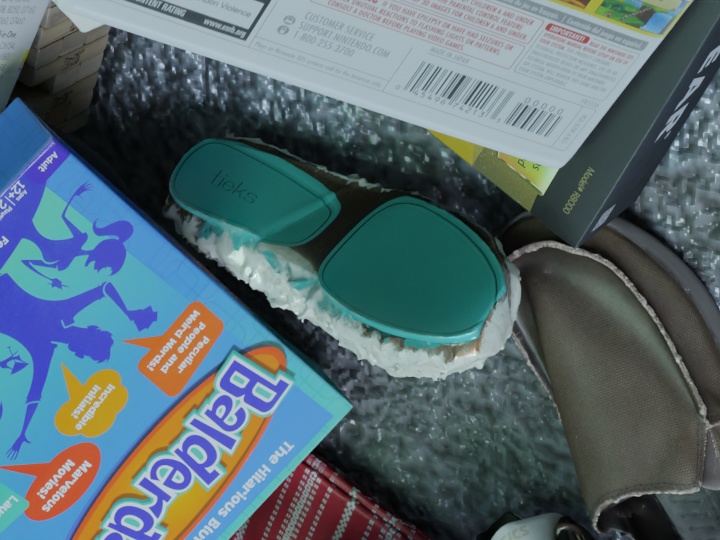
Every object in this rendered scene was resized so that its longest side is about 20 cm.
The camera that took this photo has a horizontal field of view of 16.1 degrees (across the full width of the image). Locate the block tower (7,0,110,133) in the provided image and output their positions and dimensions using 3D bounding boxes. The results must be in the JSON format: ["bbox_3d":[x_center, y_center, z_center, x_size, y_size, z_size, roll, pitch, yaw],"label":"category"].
[{"bbox_3d":[-0.128,-0.144,1.054,0.054,0.058,0.201,32,126,17],"label":"block tower"}]

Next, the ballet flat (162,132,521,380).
[{"bbox_3d":[0.000,0.000,1.013,0.200,0.071,0.072,30,130,45],"label":"ballet flat"}]

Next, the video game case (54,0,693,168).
[{"bbox_3d":[0.026,-0.124,0.825,0.199,0.023,0.182,17,133,-23],"label":"video game case"}]

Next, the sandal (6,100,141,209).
[{"bbox_3d":[-0.171,-0.047,1.070,0.200,0.043,0.076,40,130,6],"label":"sandal"}]

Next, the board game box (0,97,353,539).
[{"bbox_3d":[-0.118,0.050,1.027,0.200,0.152,0.045,42,-179,-39],"label":"board game box"}]

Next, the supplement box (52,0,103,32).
[{"bbox_3d":[-0.080,-0.203,0.901,0.125,0.074,0.201,-21,76,5],"label":"supplement box"}]

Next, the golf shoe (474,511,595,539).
[{"bbox_3d":[0.076,0.145,0.971,0.078,0.200,0.095,-35,96,-4],"label":"golf shoe"}]

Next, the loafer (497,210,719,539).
[{"bbox_3d":[0.114,0.064,0.974,0.073,0.071,0.200,-37,89,41],"label":"loafer"}]

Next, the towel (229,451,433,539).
[{"bbox_3d":[-0.040,0.129,1.152,0.200,0.022,0.145,36,131,18],"label":"towel"}]

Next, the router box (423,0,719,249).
[{"bbox_3d":[0.071,-0.132,0.919,0.157,0.052,0.201,39,129,13],"label":"router box"}]

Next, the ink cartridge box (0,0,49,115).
[{"bbox_3d":[-0.189,-0.114,1.007,0.115,0.068,0.201,30,105,17],"label":"ink cartridge box"}]
